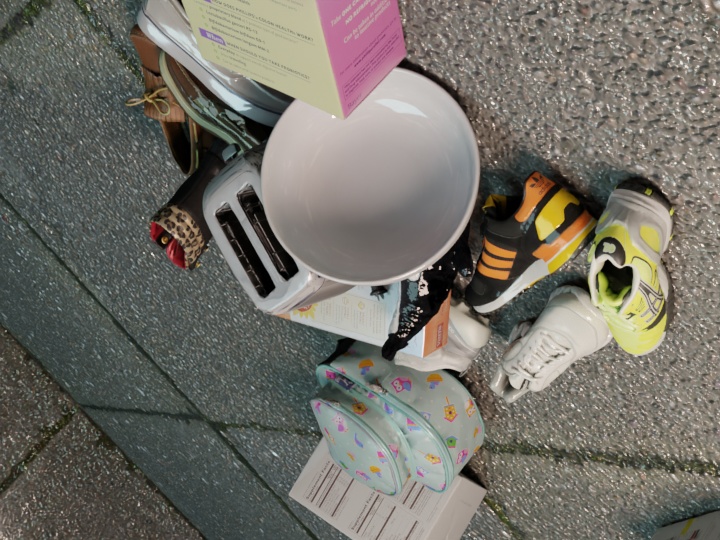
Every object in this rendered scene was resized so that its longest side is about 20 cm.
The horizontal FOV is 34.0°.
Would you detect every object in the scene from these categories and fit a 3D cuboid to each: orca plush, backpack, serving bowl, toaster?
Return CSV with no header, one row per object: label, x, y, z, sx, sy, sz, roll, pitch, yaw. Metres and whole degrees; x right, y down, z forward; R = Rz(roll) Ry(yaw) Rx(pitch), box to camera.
orca plush,0.069,-0.005,1.109,0.105,0.202,0.071,20,-176,-45
backpack,0.046,0.184,1.451,0.199,0.154,0.177,17,141,31
serving bowl,0.013,-0.079,1.061,0.199,0.201,0.066,33,177,19
toaster,-0.065,-0.040,1.160,0.113,0.129,0.201,-33,83,36

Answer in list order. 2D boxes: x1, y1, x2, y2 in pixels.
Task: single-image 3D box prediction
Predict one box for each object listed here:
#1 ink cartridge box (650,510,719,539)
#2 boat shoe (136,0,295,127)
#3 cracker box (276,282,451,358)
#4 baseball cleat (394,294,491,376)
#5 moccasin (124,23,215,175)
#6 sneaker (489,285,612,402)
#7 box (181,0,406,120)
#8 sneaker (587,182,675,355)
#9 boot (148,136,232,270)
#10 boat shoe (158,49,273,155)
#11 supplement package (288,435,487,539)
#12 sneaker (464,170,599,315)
ink cartridge box,0.403,0.343,1.276,0.145,0.084,0.200,41,155,2
boat shoe,-0.127,-0.221,1.170,0.200,0.072,0.066,39,132,-3
cracker box,0.000,0.000,1.242,0.199,0.058,0.135,15,111,32
baseball cleat,0.043,0.041,1.288,0.199,0.107,0.070,34,-176,17
moccasin,-0.215,-0.191,1.325,0.073,0.078,0.202,28,152,27
sneaker,0.188,0.079,1.173,0.075,0.081,0.200,41,154,5
box,-0.069,-0.255,0.989,0.175,0.097,0.201,27,152,30
sneaker,0.224,0.013,1.017,0.075,0.077,0.201,22,150,32
boot,-0.170,-0.068,1.364,0.073,0.151,0.200,33,161,11
boat shoe,-0.125,-0.174,1.249,0.202,0.075,0.075,46,136,-14
supplement package,0.040,0.306,1.617,0.199,0.151,0.152,29,174,25
sneaker,0.141,-0.029,1.089,0.090,0.070,0.200,49,151,-1
